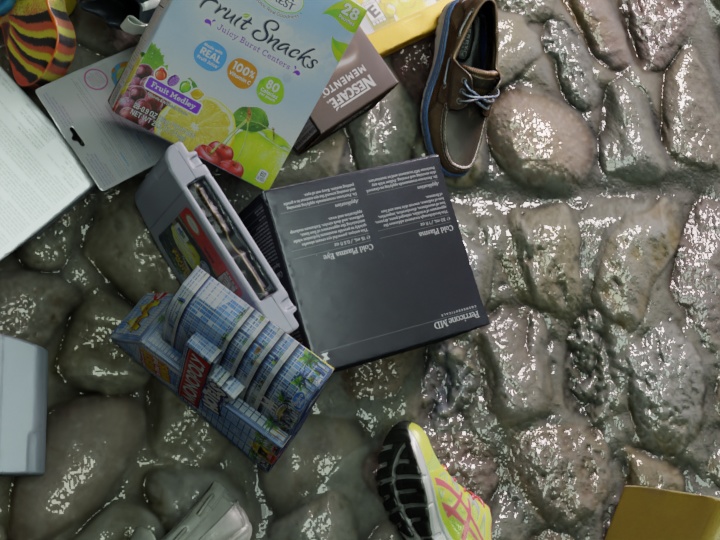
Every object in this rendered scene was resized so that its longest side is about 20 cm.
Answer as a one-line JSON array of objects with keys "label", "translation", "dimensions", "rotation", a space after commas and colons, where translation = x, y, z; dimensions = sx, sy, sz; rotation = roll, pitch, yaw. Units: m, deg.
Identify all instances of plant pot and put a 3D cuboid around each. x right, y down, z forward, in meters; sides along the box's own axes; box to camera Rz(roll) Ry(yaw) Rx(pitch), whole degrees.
[{"label": "plant pot", "translation": [0.343, 0.361, 1.181], "dimensions": [0.194, 0.195, 0.200], "rotation": [36, 76, -11]}]

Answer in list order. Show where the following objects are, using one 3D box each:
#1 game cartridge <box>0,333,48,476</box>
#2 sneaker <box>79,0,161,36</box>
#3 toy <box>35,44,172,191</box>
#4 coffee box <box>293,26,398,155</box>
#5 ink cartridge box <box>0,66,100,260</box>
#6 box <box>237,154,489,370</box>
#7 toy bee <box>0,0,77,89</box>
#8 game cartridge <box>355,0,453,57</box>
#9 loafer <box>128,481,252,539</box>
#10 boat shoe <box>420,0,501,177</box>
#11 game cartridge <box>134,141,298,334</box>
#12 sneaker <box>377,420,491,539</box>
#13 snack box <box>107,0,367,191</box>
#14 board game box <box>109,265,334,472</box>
[{"label": "game cartridge", "translation": [-0.378, 0.115, 1.017], "dimensions": [0.199, 0.042, 0.134], "rotation": [3, 80, -22]}, {"label": "sneaker", "translation": [-0.228, -0.305, 1.129], "dimensions": [0.129, 0.079, 0.200], "rotation": [-9, 74, -46]}, {"label": "toy", "translation": [-0.210, -0.161, 1.147], "dimensions": [0.200, 0.047, 0.115], "rotation": [-33, 88, -31]}, {"label": "coffee box", "translation": [-0.068, -0.239, 1.206], "dimensions": [0.114, 0.080, 0.200], "rotation": [-37, 93, -25]}, {"label": "ink cartridge box", "translation": [-0.368, -0.081, 1.064], "dimensions": [0.200, 0.057, 0.163], "rotation": [-44, 96, -20]}, {"label": "box", "translation": [0.000, 0.000, 1.164], "dimensions": [0.199, 0.104, 0.183], "rotation": [-13, 82, -24]}, {"label": "toy bee", "translation": [-0.315, -0.278, 1.086], "dimensions": [0.108, 0.131, 0.200], "rotation": [-28, 106, 15]}, {"label": "game cartridge", "translation": [0.015, -0.344, 1.294], "dimensions": [0.176, 0.032, 0.200], "rotation": [-30, 91, -26]}, {"label": "loafer", "translation": [-0.190, 0.266, 1.044], "dimensions": [0.200, 0.070, 0.070], "rotation": [-31, 85, -33]}, {"label": "boat shoe", "translation": [0.114, -0.203, 1.265], "dimensions": [0.072, 0.072, 0.201], "rotation": [2, 89, -26]}, {"label": "game cartridge", "translation": [-0.140, -0.013, 1.092], "dimensions": [0.041, 0.133, 0.200], "rotation": [-33, 90, -25]}, {"label": "sneaker", "translation": [0.085, 0.240, 1.165], "dimensions": [0.090, 0.078, 0.201], "rotation": [-22, 92, -34]}, {"label": "snack box", "translation": [-0.116, -0.202, 1.089], "dimensions": [0.168, 0.068, 0.201], "rotation": [26, 97, -24]}, {"label": "board game box", "translation": [-0.135, 0.082, 1.062], "dimensions": [0.200, 0.200, 0.062], "rotation": [36, 65, 4]}]
